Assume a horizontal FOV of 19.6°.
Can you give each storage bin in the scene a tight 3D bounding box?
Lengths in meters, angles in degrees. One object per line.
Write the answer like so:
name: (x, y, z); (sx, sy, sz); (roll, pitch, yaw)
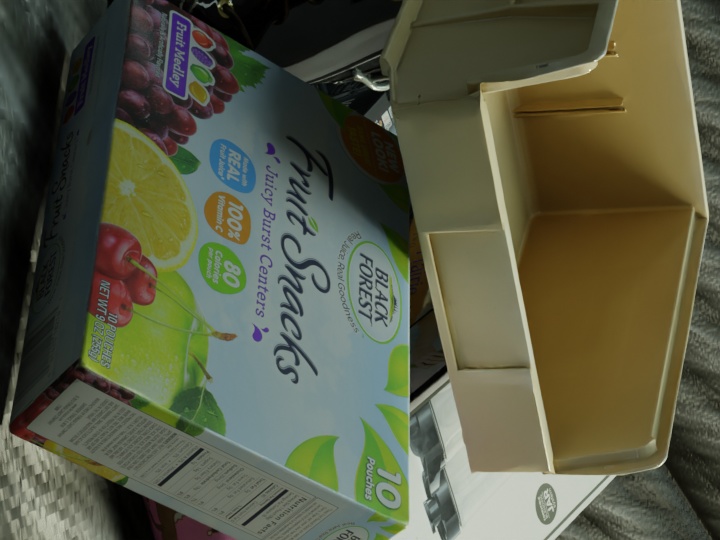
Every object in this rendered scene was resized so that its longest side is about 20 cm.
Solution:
storage bin: (0.085, -0.047, 0.900); (0.199, 0.093, 0.201); (-70, 153, -51)

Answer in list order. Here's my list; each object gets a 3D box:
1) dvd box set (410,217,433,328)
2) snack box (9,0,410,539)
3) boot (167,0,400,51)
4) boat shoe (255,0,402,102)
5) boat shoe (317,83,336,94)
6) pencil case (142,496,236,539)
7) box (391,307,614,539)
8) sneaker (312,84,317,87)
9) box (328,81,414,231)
dvd box set: (0.070, 0.019, 1.141); (0.147, 0.029, 0.201); (59, 32, -32)
snack box: (-0.049, 0.001, 0.787); (0.142, 0.053, 0.201); (29, 40, -27)
boot: (-0.029, -0.131, 0.949); (0.073, 0.149, 0.201); (74, 12, -47)
boat shoe: (0.011, -0.122, 1.040); (0.068, 0.198, 0.074); (44, 38, -45)
boat shoe: (-0.029, -0.125, 1.240); (0.200, 0.066, 0.075); (-86, 167, -51)
pencil case: (-0.047, 0.117, 0.879); (0.086, 0.082, 0.202); (-28, 120, -33)
box: (0.043, 0.092, 0.993); (0.200, 0.060, 0.118); (-35, 115, -46)
sneaker: (-0.038, -0.166, 1.109); (0.071, 0.097, 0.202); (-82, 165, -66)
box: (0.000, 0.000, 1.101); (0.200, 0.049, 0.159); (-50, 126, -60)
